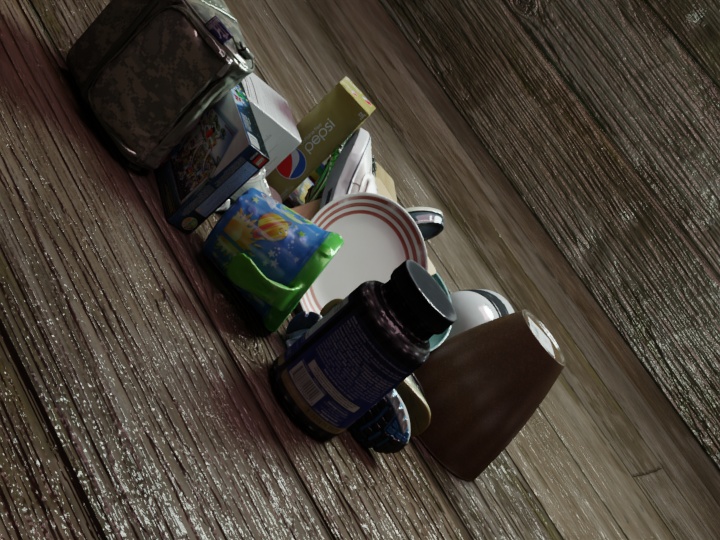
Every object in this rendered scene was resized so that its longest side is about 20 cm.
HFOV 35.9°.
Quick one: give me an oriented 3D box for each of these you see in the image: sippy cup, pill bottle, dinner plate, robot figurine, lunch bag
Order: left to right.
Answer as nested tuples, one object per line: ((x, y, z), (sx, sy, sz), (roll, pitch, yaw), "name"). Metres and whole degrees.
((-0.226, -0.236, 1.298), (0.139, 0.200, 0.169), (20, 33, -57), "lunch bag")
((-0.108, -0.021, 1.295), (0.130, 0.140, 0.178), (38, -17, -2), "sippy cup")
((0.000, 0.000, 1.446), (0.200, 0.201, 0.024), (43, -15, -23), "dinner plate")
((0.005, 0.084, 1.221), (0.112, 0.199, 0.112), (44, 17, -18), "pill bottle")
((0.182, 0.094, 1.796), (0.200, 0.148, 0.127), (1, 93, -69), "robot figurine")

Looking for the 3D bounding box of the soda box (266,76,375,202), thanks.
((-0.072, -0.180, 1.573), (0.064, 0.200, 0.068), (44, 17, -6), "soda box")

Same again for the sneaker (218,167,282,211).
((-0.149, -0.110, 1.442), (0.076, 0.081, 0.199), (54, 16, 21), "sneaker")

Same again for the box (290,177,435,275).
((-0.006, -0.033, 1.530), (0.198, 0.021, 0.165), (-22, 77, -39), "box")

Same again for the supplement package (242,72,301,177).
((-0.193, -0.219, 1.494), (0.199, 0.114, 0.110), (35, 21, -37), "supplement package")

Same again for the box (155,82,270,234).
((-0.189, -0.158, 1.336), (0.038, 0.136, 0.201), (34, 24, -41), "box")

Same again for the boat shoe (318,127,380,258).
((-0.009, -0.101, 1.507), (0.069, 0.071, 0.202), (27, 55, -18), "boat shoe")

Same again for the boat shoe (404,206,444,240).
((0.040, -0.043, 1.643), (0.197, 0.076, 0.062), (-11, 49, -22), "boat shoe")

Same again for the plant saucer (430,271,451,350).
((0.034, 0.042, 1.547), (0.197, 0.036, 0.202), (15, 48, -17), "plant saucer")

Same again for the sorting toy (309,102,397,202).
((-0.027, -0.158, 1.870), (0.199, 0.069, 0.201), (44, 18, -22), "sorting toy")

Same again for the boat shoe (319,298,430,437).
((0.017, 0.122, 1.414), (0.201, 0.073, 0.065), (56, 8, -1), "boat shoe")

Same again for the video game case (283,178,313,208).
((-0.104, -0.132, 1.703), (0.201, 0.018, 0.143), (49, 18, -4), "video game case")

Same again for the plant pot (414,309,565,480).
((0.176, 0.151, 1.522), (0.187, 0.199, 0.188), (44, 18, -18), "plant pot")

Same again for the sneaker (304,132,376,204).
((-0.042, -0.124, 1.626), (0.078, 0.085, 0.201), (45, 51, -22), "sneaker")

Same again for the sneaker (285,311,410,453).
((-0.004, 0.128, 1.334), (0.201, 0.075, 0.087), (53, 11, 7), "sneaker")
